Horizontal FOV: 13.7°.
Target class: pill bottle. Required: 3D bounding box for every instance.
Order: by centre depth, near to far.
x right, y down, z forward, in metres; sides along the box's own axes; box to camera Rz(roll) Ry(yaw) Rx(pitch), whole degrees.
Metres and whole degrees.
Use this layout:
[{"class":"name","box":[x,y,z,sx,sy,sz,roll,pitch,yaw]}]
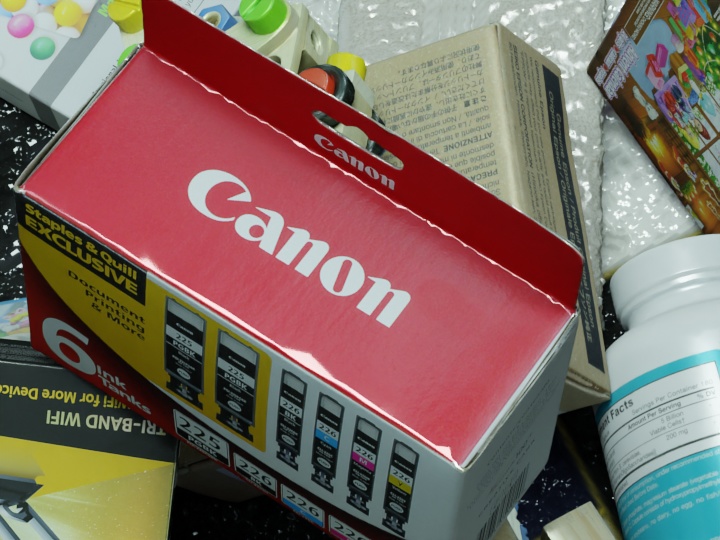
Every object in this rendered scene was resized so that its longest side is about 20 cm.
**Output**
[{"class":"pill bottle","box":[0.165,0.088,1.311,0.111,0.111,0.200,-12,67,0]}]

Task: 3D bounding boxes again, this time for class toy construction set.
[{"class":"toy construction set","box":[-0.055,-0.034,1.280,0.131,0.092,0.200,-6,72,27]}]

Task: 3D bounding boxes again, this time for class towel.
[{"class":"towel","box":[0.052,-0.061,1.424,0.132,0.034,0.200,-1,68,6]}]

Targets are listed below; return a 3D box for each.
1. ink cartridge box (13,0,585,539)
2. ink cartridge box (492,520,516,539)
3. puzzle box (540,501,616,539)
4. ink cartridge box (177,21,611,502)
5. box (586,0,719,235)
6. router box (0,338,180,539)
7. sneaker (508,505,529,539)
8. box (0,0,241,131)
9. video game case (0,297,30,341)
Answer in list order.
[{"class":"ink cartridge box","box":[-0.025,0.011,1.114,0.200,0.176,0.084,31,65,14]},{"class":"ink cartridge box","box":[0.025,0.215,1.197,0.165,0.075,0.200,-30,93,-17]},{"class":"puzzle box","box":[0.132,0.205,1.253,0.025,0.133,0.200,-27,67,-12]},{"class":"ink cartridge box","box":[0.000,0.000,1.337,0.200,0.075,0.165,-16,68,24]},{"class":"box","box":[0.170,-0.075,1.316,0.039,0.200,0.137,-33,81,-14]},{"class":"router box","box":[-0.178,0.105,1.225,0.200,0.052,0.157,6,99,-5]},{"class":"sneaker","box":[0.009,0.163,1.278,0.077,0.085,0.200,3,73,53]},{"class":"box","box":[-0.146,-0.157,1.479,0.200,0.041,0.156,31,73,17]},{"class":"video game case","box":[-0.198,0.055,1.357,0.200,0.018,0.143,-10,25,1]}]
